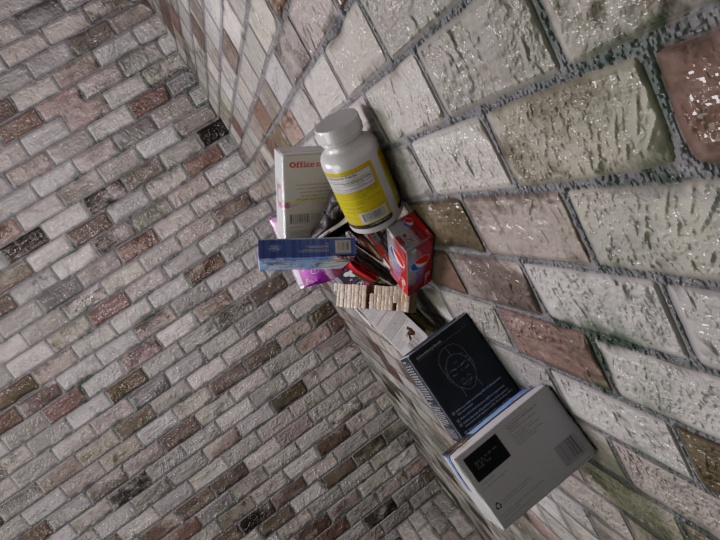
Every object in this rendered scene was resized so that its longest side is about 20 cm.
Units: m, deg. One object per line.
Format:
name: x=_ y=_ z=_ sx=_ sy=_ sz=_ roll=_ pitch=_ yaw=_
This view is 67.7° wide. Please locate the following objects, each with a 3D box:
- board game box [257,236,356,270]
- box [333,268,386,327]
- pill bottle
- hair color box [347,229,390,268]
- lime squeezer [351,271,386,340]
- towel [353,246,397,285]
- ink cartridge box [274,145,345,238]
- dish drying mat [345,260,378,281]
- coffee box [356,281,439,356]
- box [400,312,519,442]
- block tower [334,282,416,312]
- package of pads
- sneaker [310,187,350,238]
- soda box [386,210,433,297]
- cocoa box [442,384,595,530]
board game box: x=-0.121 y=-0.033 z=1.156 sx=0.199 sy=0.196 sz=0.044 roll=148 pitch=120 yaw=-78
box: x=0.009 y=0.048 z=1.553 sx=0.200 sy=0.114 sz=0.133 roll=44 pitch=163 yaw=54
pill bottle: x=-0.005 y=-0.176 z=0.953 sx=0.111 sy=0.110 sz=0.202 roll=42 pitch=161 yaw=55
hair color box: x=0.022 y=-0.085 z=1.206 sx=0.102 sy=0.061 sz=0.200 roll=53 pitch=173 yaw=-27
lime squeezer: x=0.052 y=0.078 z=1.388 sx=0.037 sy=0.070 sz=0.203 roll=-14 pitch=104 yaw=51
towel: x=0.012 y=-0.024 z=1.326 sx=0.132 sy=0.035 sz=0.200 roll=37 pitch=-178 yaw=33
ink cartridge box: x=-0.110 y=-0.168 z=1.180 sx=0.085 sy=0.142 sz=0.203 roll=-130 pitch=38 yaw=-58
dish drying mat: x=0.000 y=0.000 z=1.261 sx=0.076 sy=0.018 sz=0.200 roll=30 pitch=178 yaw=-4
coffee box: x=0.094 y=0.120 z=1.275 sx=0.200 sy=0.080 sz=0.112 roll=43 pitch=-164 yaw=29
box: x=0.196 y=0.214 z=1.064 sx=0.202 sy=0.147 sz=0.107 roll=56 pitch=170 yaw=8
block tower: x=0.035 y=0.061 z=1.211 sx=0.197 sy=0.059 sz=0.054 roll=4 pitch=178 yaw=33
package of pads: x=-0.131 y=-0.063 z=1.317 sx=0.203 sy=0.119 sz=0.076 roll=67 pitch=-154 yaw=-11
sneaker: x=-0.040 y=-0.136 z=1.126 sx=0.088 sy=0.199 sz=0.075 roll=60 pitch=-150 yaw=8
soda box: x=0.097 y=-0.027 z=1.048 sx=0.070 sy=0.063 sz=0.201 roll=53 pitch=170 yaw=23
cocoa box: x=0.258 y=0.308 z=0.904 sx=0.134 sy=0.199 sz=0.131 roll=53 pitch=170 yaw=13
